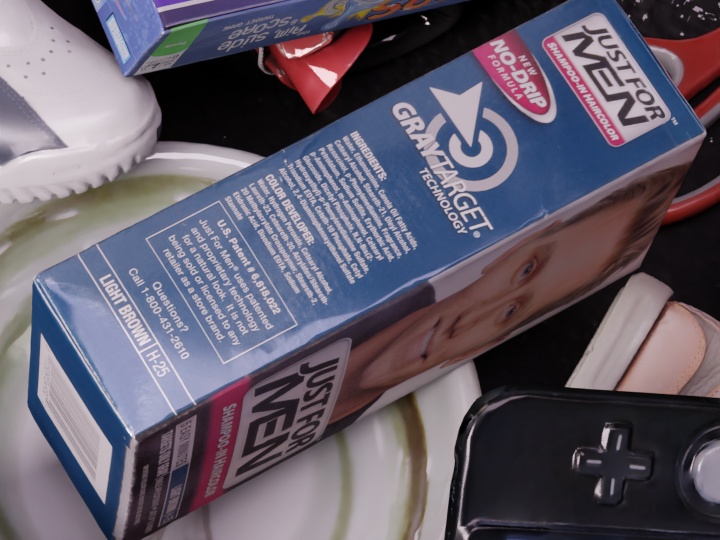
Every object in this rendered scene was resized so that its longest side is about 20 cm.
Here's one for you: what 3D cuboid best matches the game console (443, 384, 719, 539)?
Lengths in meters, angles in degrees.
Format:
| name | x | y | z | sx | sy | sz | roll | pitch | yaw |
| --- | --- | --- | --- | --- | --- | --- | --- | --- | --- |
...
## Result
| name | x | y | z | sx | sy | sz | roll | pitch | yaw |
| --- | --- | --- | --- | --- | --- | --- | --- | --- | --- |
| game console | 0.114 | 0.144 | 0.845 | 0.175 | 0.116 | 0.201 | 5 | 97 | -14 |

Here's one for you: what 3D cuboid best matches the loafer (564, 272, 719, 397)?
| name | x | y | z | sx | sy | sz | roll | pitch | yaw |
| --- | --- | --- | --- | --- | --- | --- | --- | --- | --- |
| loafer | 0.069 | 0.093 | 0.933 | 0.063 | 0.072 | 0.200 | 28 | 66 | 5 |

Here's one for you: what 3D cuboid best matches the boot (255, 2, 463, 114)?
| name | x | y | z | sx | sy | sz | roll | pitch | yaw |
| --- | --- | --- | --- | --- | --- | --- | --- | --- | --- |
| boot | -0.068 | -0.118 | 1.013 | 0.199 | 0.072 | 0.145 | -7 | 69 | -14 |

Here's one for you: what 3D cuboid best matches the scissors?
| name | x | y | z | sx | sy | sz | roll | pitch | yaw |
| --- | --- | --- | --- | --- | --- | --- | --- | --- | --- |
| scissors | 0.157 | -0.084 | 1.059 | 0.200 | 0.014 | 0.073 | -30 | 71 | -20 |

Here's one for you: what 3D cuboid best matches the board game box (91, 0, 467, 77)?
| name | x | y | z | sx | sy | sz | roll | pitch | yaw |
| --- | --- | --- | --- | --- | --- | --- | --- | --- | --- |
| board game box | -0.013 | -0.148 | 0.984 | 0.199 | 0.034 | 0.136 | -15 | 75 | -33 |

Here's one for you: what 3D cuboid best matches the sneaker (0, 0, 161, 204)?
| name | x | y | z | sx | sy | sz | roll | pitch | yaw |
| --- | --- | --- | --- | --- | --- | --- | --- | --- | --- |
| sneaker | -0.150 | -0.109 | 0.939 | 0.199 | 0.130 | 0.079 | 30 | 48 | 25 |

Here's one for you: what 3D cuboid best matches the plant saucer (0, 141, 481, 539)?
| name | x | y | z | sx | sy | sz | roll | pitch | yaw |
| --- | --- | --- | --- | --- | --- | --- | --- | --- | --- |
| plant saucer | -0.061 | 0.058 | 0.945 | 0.199 | 0.050 | 0.201 | 3 | 65 | -7 |

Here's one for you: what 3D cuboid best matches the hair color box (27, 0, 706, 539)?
| name | x | y | z | sx | sy | sz | roll | pitch | yaw |
| --- | --- | --- | --- | --- | --- | --- | --- | --- | --- |
| hair color box | 0.000 | 0.000 | 0.896 | 0.200 | 0.100 | 0.061 | -28 | 73 | -18 |
